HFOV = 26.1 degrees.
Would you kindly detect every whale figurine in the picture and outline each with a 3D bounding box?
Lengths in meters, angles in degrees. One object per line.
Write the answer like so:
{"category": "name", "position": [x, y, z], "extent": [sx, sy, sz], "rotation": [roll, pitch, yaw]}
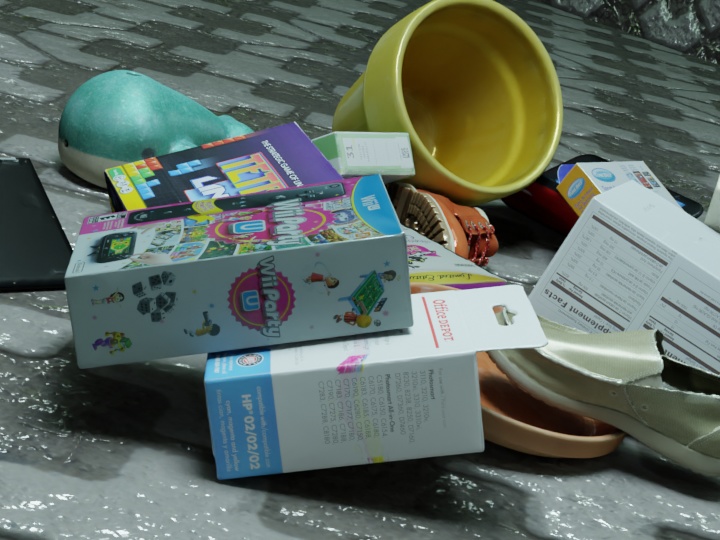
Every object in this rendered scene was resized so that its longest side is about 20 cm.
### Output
{"category": "whale figurine", "position": [-0.186, -0.137, 1.474], "extent": [0.200, 0.104, 0.159], "rotation": [-6, 24, -32]}

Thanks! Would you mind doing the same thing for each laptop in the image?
{"category": "laptop", "position": [-0.342, -0.029, 1.176], "extent": [0.187, 0.116, 0.200], "rotation": [-3, 52, -43]}

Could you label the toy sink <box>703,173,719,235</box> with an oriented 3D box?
{"category": "toy sink", "position": [0.359, -0.025, 1.339], "extent": [0.130, 0.200, 0.112], "rotation": [17, 52, 12]}

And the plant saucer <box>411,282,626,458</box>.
{"category": "plant saucer", "position": [0.096, 0.073, 1.102], "extent": [0.200, 0.032, 0.200], "rotation": [21, 21, -8]}

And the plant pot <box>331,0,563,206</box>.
{"category": "plant pot", "position": [0.071, -0.154, 1.571], "extent": [0.200, 0.201, 0.189], "rotation": [4, -12, -29]}

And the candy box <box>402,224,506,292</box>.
{"category": "candy box", "position": [0.000, 0.000, 1.261], "extent": [0.136, 0.061, 0.200], "rotation": [-2, 23, -40]}

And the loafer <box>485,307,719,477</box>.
{"category": "loafer", "position": [0.178, 0.067, 1.063], "extent": [0.200, 0.068, 0.076], "rotation": [25, 21, 3]}

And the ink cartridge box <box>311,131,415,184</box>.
{"category": "ink cartridge box", "position": [-0.068, -0.088, 1.413], "extent": [0.145, 0.048, 0.200], "rotation": [-14, -8, 42]}

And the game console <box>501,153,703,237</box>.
{"category": "game console", "position": [0.232, -0.099, 1.651], "extent": [0.172, 0.119, 0.200], "rotation": [44, -7, -40]}

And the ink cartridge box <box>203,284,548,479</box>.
{"category": "ink cartridge box", "position": [0.010, 0.065, 0.946], "extent": [0.199, 0.068, 0.115], "rotation": [-6, 18, -1]}

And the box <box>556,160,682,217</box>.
{"category": "box", "position": [0.275, -0.039, 1.496], "extent": [0.119, 0.041, 0.200], "rotation": [-6, 55, -48]}

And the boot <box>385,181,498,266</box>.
{"category": "boot", "position": [0.084, -0.030, 1.417], "extent": [0.107, 0.075, 0.200], "rotation": [15, 15, -13]}

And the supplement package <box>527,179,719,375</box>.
{"category": "supplement package", "position": [0.231, 0.022, 1.196], "extent": [0.156, 0.111, 0.200], "rotation": [34, 16, 11]}

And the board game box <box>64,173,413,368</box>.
{"category": "board game box", "position": [-0.075, -0.002, 0.969], "extent": [0.199, 0.064, 0.148], "rotation": [-7, 18, -3]}

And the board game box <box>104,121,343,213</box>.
{"category": "board game box", "position": [-0.091, -0.036, 1.185], "extent": [0.165, 0.057, 0.200], "rotation": [-17, 33, -15]}
